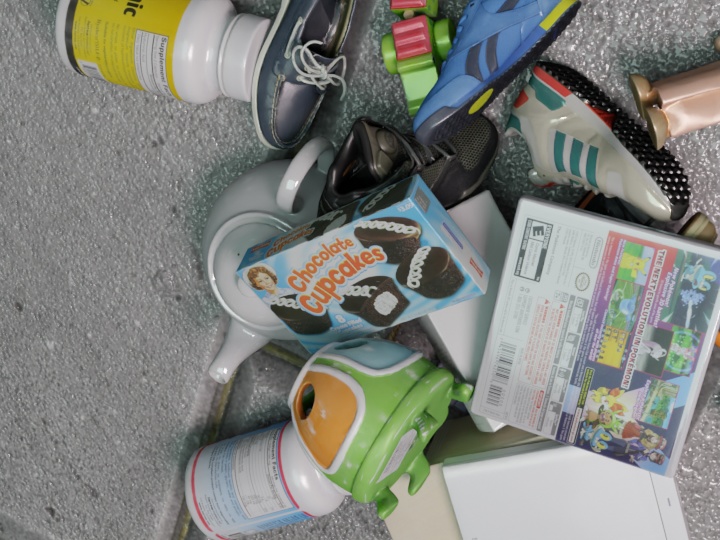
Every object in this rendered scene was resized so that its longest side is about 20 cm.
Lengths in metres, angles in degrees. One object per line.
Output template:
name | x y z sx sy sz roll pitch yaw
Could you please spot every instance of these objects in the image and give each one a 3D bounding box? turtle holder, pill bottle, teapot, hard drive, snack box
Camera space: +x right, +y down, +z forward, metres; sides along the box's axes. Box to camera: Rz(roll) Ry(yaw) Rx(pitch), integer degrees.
turtle holder | 0.020 0.118 0.975 0.131 0.185 0.141 32 137 17
pill bottle | -0.187 -0.227 1.061 0.199 0.111 0.112 16 113 13
teapot | -0.081 -0.014 1.077 0.197 0.146 0.201 -16 101 23
hard drive | 0.187 0.216 0.976 0.199 0.027 0.132 -13 103 19
snack box | 0.000 0.000 0.953 0.200 0.037 0.116 -22 121 34
pill bottle | -0.085 0.222 1.180 0.199 0.109 0.109 -20 101 24

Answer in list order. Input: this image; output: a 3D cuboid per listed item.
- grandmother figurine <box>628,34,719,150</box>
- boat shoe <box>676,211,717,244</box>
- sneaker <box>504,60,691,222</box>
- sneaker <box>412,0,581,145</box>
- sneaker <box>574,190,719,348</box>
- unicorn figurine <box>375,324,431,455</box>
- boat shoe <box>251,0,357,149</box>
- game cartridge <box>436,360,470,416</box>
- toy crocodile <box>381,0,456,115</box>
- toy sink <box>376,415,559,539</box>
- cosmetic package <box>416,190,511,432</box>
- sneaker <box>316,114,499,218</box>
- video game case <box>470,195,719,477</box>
grandmother figurine | 0.335 -0.162 0.904 0.199 0.061 0.122 -20 64 9
boat shoe | 0.266 0.044 0.934 0.063 0.073 0.201 28 121 17
sneaker | 0.205 -0.096 0.964 0.200 0.070 0.094 52 125 28
sneaker | 0.104 -0.194 0.953 0.078 0.066 0.200 43 78 8
sneaker | 0.267 0.012 1.008 0.112 0.078 0.200 -42 80 31
unicorn figurine | 0.029 0.165 1.123 0.074 0.138 0.200 -6 125 31
boat shoe | -0.045 -0.207 1.021 0.062 0.075 0.201 27 100 45
game cartridge | 0.179 0.128 1.096 0.200 0.038 0.130 38 120 4
toy crocodile | 0.049 -0.242 0.984 0.067 0.062 0.201 -5 87 22
toy sink | 0.133 0.215 1.064 0.199 0.112 0.131 -20 101 20
cosmetic package | 0.116 0.040 1.019 0.113 0.081 0.201 -27 83 -7
sneaker | 0.050 -0.100 0.975 0.076 0.199 0.114 55 161 22
video game case | 0.199 0.055 0.906 0.182 0.023 0.201 17 108 17
